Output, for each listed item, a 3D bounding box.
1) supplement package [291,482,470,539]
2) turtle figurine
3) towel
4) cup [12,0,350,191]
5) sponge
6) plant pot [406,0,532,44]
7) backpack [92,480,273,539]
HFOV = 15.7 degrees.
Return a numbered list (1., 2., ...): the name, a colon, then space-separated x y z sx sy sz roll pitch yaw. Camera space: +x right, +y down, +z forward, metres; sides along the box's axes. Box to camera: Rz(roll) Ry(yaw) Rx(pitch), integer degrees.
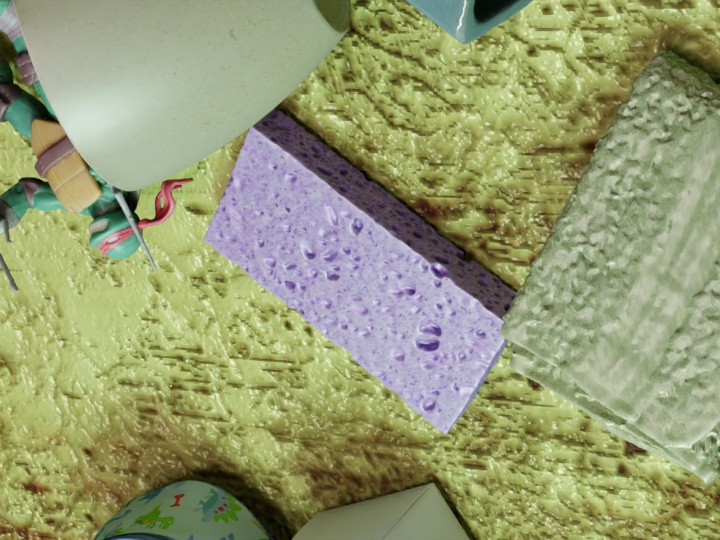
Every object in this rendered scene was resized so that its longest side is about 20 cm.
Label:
1. supplement package: 0.030 0.258 1.687 0.121 0.120 0.200 -19 108 46
2. turtle figurine: -0.190 -0.069 1.630 0.150 0.101 0.200 -35 81 33
3. towel: 0.170 -0.002 1.390 0.148 0.036 0.200 32 110 20
4. cup: -0.089 -0.159 1.436 0.143 0.200 0.201 -16 113 17
5. sponge: 0.000 0.000 1.582 0.200 0.030 0.112 38 137 8
6. plant pot: 0.044 -0.266 1.239 0.200 0.196 0.197 33 137 25
7. backpack: -0.114 0.256 1.780 0.183 0.147 0.200 -28 99 44
